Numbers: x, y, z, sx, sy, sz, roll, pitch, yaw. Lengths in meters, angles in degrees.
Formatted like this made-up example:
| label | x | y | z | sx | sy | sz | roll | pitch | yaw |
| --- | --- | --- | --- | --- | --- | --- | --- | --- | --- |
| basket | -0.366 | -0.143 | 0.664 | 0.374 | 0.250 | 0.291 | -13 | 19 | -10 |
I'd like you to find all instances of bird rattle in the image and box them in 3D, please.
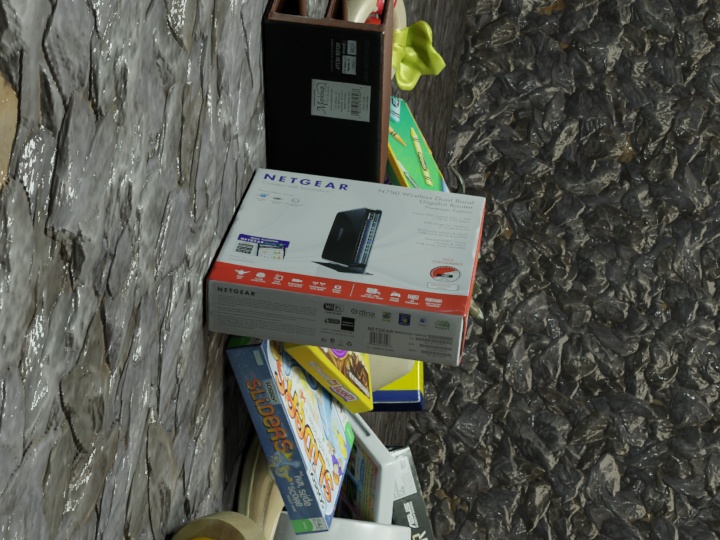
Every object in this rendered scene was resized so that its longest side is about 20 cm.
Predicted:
| label | x | y | z | sx | sy | sz | roll | pitch | yaw |
| --- | --- | --- | --- | --- | --- | --- | --- | --- | --- |
| bird rattle | 0.020 | -0.258 | 1.636 | 0.164 | 0.112 | 0.201 | -59 | 160 | -29 |

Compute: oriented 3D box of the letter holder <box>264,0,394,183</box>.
| label | x | y | z | sx | sy | sz | roll | pitch | yaw |
| --- | --- | --- | --- | --- | --- | --- | --- | --- | --- |
| letter holder | -0.021 | -0.175 | 1.347 | 0.201 | 0.099 | 0.143 | 91 | 7 | -45 |

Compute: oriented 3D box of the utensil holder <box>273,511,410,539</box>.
| label | x | y | z | sx | sy | sz | roll | pitch | yaw |
| --- | --- | --- | --- | --- | --- | --- | --- | --- | --- |
| utensil holder | -0.035 | 0.353 | 1.566 | 0.170 | 0.168 | 0.202 | 63 | 34 | -79 |

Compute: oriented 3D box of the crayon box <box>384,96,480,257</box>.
| label | x | y | z | sx | sy | sz | roll | pitch | yaw |
| --- | --- | --- | --- | --- | --- | --- | --- | --- | --- |
| crayon box | 0.024 | -0.055 | 1.452 | 0.119 | 0.058 | 0.201 | -48 | -130 | 34 |

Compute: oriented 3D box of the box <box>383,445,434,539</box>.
| label | x | y | z | sx | sy | sz | roll | pitch | yaw |
| --- | --- | --- | --- | --- | --- | --- | --- | --- | --- |
| box | 0.031 | 0.298 | 1.735 | 0.160 | 0.043 | 0.202 | -11 | -86 | 65 |

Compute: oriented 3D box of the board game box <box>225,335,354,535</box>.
| label | x | y | z | sx | sy | sz | roll | pitch | yaw |
| --- | --- | --- | --- | --- | --- | --- | --- | --- | --- |
| board game box | -0.059 | 0.112 | 1.361 | 0.136 | 0.034 | 0.202 | -73 | 150 | -56 |

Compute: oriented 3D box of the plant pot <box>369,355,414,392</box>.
| label | x | y | z | sx | sy | sz | roll | pitch | yaw |
| --- | --- | --- | --- | --- | --- | --- | --- | --- | --- |
| plant pot | -0.006 | 0.049 | 1.590 | 0.200 | 0.133 | 0.203 | 8 | 90 | -84 |

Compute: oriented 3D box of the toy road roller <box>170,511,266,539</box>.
| label | x | y | z | sx | sy | sz | roll | pitch | yaw |
| --- | --- | --- | --- | --- | --- | --- | --- | --- | --- |
| toy road roller | -0.081 | 0.291 | 1.164 | 0.123 | 0.144 | 0.202 | 41 | 57 | -83 |

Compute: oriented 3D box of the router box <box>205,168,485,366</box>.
| label | x | y | z | sx | sy | sz | roll | pitch | yaw |
| --- | --- | --- | --- | --- | --- | --- | --- | --- | --- |
| router box | -0.007 | -0.007 | 1.225 | 0.180 | 0.198 | 0.049 | -74 | 170 | -57 |

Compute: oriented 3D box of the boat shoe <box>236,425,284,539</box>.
| label | x | y | z | sx | sy | sz | roll | pitch | yaw |
| --- | --- | --- | --- | --- | --- | --- | --- | --- | --- |
| boat shoe | -0.073 | 0.182 | 1.457 | 0.072 | 0.064 | 0.202 | 85 | 14 | -63 |

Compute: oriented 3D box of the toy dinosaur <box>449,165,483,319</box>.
| label | x | y | z | sx | sy | sz | roll | pitch | yaw |
| --- | --- | --- | --- | --- | --- | --- | --- | --- | --- |
| toy dinosaur | 0.095 | -0.022 | 1.786 | 0.102 | 0.076 | 0.202 | -134 | -152 | -70 |

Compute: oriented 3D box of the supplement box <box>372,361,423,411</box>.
| label | x | y | z | sx | sy | sz | roll | pitch | yaw |
| --- | --- | --- | --- | --- | --- | --- | --- | --- | --- |
| supplement box | 0.018 | 0.060 | 1.798 | 0.109 | 0.108 | 0.202 | 68 | 22 | -78 |

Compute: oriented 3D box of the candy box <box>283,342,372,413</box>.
| label | x | y | z | sx | sy | sz | roll | pitch | yaw |
| --- | --- | --- | --- | --- | --- | --- | --- | --- | --- |
| candy box | -0.030 | 0.052 | 1.375 | 0.200 | 0.026 | 0.103 | 51 | 29 | -64 |

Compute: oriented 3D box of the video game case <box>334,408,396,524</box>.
| label | x | y | z | sx | sy | sz | roll | pitch | yaw |
| --- | --- | --- | --- | --- | --- | --- | --- | --- | --- |
| video game case | -0.018 | 0.234 | 1.719 | 0.182 | 0.023 | 0.202 | 48 | -36 | 44 |
